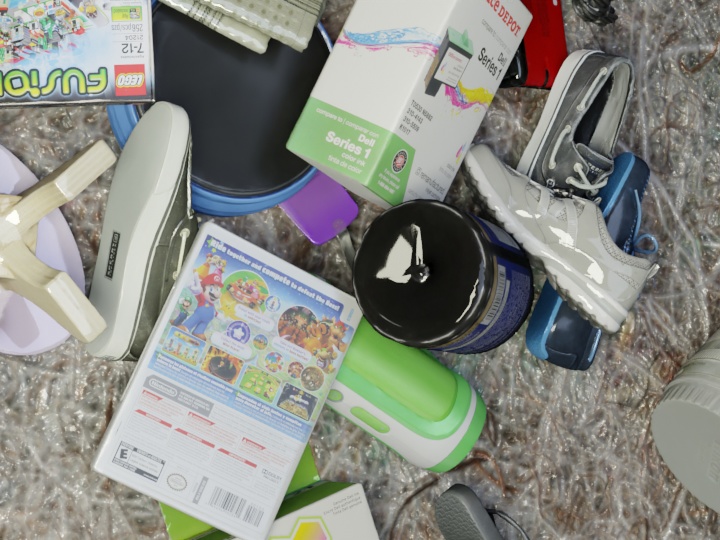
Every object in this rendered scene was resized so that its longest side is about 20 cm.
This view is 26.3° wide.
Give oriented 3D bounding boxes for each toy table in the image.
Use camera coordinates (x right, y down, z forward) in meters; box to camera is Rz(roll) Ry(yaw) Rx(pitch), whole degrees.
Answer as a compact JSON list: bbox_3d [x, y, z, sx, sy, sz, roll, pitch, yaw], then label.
[{"bbox_3d":[-0.263,-0.026,1.096,0.200,0.117,0.185,42,69,-20],"label":"toy table"}]

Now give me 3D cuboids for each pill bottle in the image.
[{"bbox_3d":[0.076,0.010,1.230,0.200,0.111,0.113,16,74,-69],"label":"pill bottle"}]

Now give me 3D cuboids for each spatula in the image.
[{"bbox_3d":[0.000,0.000,1.288,0.056,0.021,0.201,-39,104,-24],"label":"spatula"}]

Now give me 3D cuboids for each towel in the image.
[{"bbox_3d":[-0.106,-0.280,1.221,0.199,0.035,0.194,23,62,-13],"label":"towel"}]

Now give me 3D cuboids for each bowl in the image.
[{"bbox_3d":[-0.104,-0.145,1.230,0.199,0.039,0.203,3,83,-26],"label":"bowl"}]

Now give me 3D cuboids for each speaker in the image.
[{"bbox_3d":[0.005,0.082,1.248,0.199,0.088,0.089,36,70,-20],"label":"speaker"}]

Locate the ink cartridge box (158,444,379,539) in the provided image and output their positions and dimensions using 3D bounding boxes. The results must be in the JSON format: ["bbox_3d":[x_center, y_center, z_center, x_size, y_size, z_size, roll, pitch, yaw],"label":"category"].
[{"bbox_3d":[-0.074,0.192,1.201,0.147,0.076,0.202,-20,96,-28],"label":"ink cartridge box"}]

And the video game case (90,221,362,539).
[{"bbox_3d":[-0.096,0.085,1.149,0.142,0.018,0.201,27,78,-16],"label":"video game case"}]

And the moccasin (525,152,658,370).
[{"bbox_3d":[0.213,-0.006,1.380,0.068,0.080,0.201,27,87,-13],"label":"moccasin"}]

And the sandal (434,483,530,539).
[{"bbox_3d":[0.126,0.251,1.311,0.043,0.076,0.201,-44,116,-22],"label":"sandal"}]

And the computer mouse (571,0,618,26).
[{"bbox_3d":[0.116,-0.246,1.236,0.199,0.140,0.046,34,97,4],"label":"computer mouse"}]

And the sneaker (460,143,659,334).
[{"bbox_3d":[0.167,-0.041,1.315,0.082,0.075,0.200,-44,88,-4],"label":"sneaker"}]

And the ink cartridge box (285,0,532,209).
[{"bbox_3d":[0.043,-0.153,1.226,0.201,0.084,0.145,-64,154,-1],"label":"ink cartridge box"}]

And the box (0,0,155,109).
[{"bbox_3d":[-0.251,-0.174,1.123,0.198,0.035,0.111,-4,93,-12],"label":"box"}]

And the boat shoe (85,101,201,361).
[{"bbox_3d":[-0.156,-0.027,1.170,0.063,0.071,0.202,9,103,-36],"label":"boat shoe"}]

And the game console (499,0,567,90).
[{"bbox_3d":[0.092,-0.253,1.362,0.172,0.118,0.202,-7,90,-60],"label":"game console"}]

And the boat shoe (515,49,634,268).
[{"bbox_3d":[0.190,-0.095,1.355,0.071,0.068,0.202,22,89,-36],"label":"boat shoe"}]

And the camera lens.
[{"bbox_3d":[0.382,0.112,1.407,0.200,0.160,0.161,-39,104,-25],"label":"camera lens"}]
